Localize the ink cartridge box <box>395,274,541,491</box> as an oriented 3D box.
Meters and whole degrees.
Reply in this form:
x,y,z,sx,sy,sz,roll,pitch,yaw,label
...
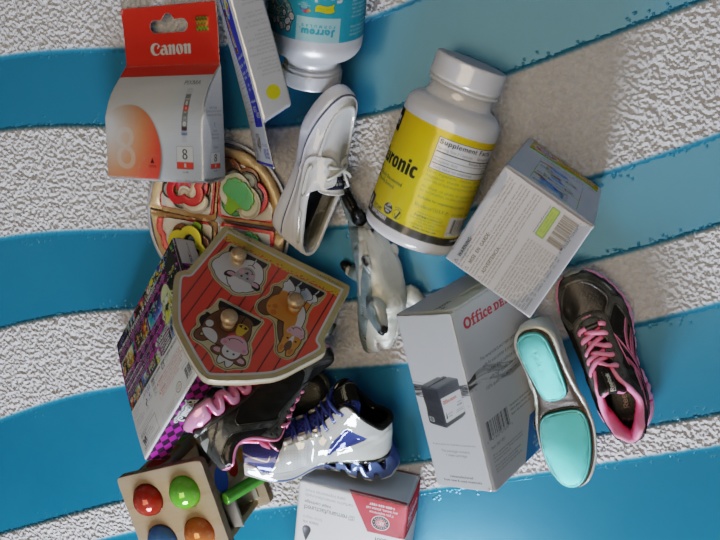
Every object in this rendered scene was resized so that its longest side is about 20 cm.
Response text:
x,y,z,sx,sy,sz,roll,pitch,yaw,label
0.132,0.118,1.023,0.083,0.144,0.205,-5,104,42,ink cartridge box

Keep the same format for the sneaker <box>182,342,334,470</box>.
x,y,z,sx,sy,sz,roll,pitch,yaw,label
-0.104,0.159,1.067,0.198,0.079,0.096,-31,79,-20,sneaker

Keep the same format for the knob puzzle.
x,y,z,sx,sy,sz,roll,pitch,yaw,label
-0.125,0.045,1.035,0.216,0.221,0.031,27,140,7,knob puzzle

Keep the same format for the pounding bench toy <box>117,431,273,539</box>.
x,y,z,sx,sy,sz,roll,pitch,yaw,label
-0.178,0.274,1.157,0.196,0.156,0.127,-16,99,19,pounding bench toy

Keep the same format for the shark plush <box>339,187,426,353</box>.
x,y,z,sx,sy,sz,roll,pitch,yaw,label
0.000,0.000,1.085,0.082,0.090,0.203,-13,107,49,shark plush

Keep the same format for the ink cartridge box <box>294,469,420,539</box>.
x,y,z,sx,sy,sz,roll,pitch,yaw,label
-0.009,0.355,1.166,0.141,0.084,0.205,10,107,13,ink cartridge box

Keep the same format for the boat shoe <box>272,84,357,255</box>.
x,y,z,sx,sy,sz,roll,pitch,yaw,label
-0.039,-0.111,1.053,0.065,0.073,0.203,43,129,32,boat shoe

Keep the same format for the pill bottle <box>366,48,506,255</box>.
x,y,z,sx,sy,sz,roll,pitch,yaw,label
0.086,-0.130,1.000,0.109,0.111,0.204,24,109,9,pill bottle

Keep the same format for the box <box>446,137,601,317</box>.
x,y,z,sx,sy,sz,roll,pitch,yaw,label
0.174,-0.051,0.946,0.100,0.200,0.114,34,113,5,box

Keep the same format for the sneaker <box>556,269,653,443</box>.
x,y,z,sx,sy,sz,roll,pitch,yaw,label
0.270,0.097,1.005,0.078,0.095,0.204,-22,96,22,sneaker

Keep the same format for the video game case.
x,y,z,sx,sy,sz,roll,pitch,yaw,label
-0.234,0.097,1.120,0.201,0.035,0.183,-55,45,32,video game case

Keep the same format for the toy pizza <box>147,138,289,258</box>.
x,y,z,sx,sy,sz,roll,pitch,yaw,label
-0.181,-0.061,1.138,0.195,0.032,0.205,4,105,15,toy pizza

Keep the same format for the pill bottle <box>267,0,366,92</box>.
x,y,z,sx,sy,sz,roll,pitch,yaw,label
-0.045,-0.300,0.984,0.108,0.111,0.204,13,121,12,pill bottle

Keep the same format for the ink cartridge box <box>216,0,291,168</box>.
x,y,z,sx,sy,sz,roll,pitch,yaw,label
-0.113,-0.218,0.993,0.046,0.198,0.204,-18,102,-8,ink cartridge box

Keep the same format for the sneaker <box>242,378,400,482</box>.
x,y,z,sx,sy,sz,roll,pitch,yaw,label
-0.045,0.186,1.108,0.194,0.081,0.118,1,119,-8,sneaker

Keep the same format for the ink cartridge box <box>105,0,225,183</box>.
x,y,z,sx,sy,sz,roll,pitch,yaw,label
-0.235,-0.208,1.082,0.159,0.050,0.205,6,105,32,ink cartridge box

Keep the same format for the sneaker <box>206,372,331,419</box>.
x,y,z,sx,sy,sz,roll,pitch,yaw,label
-0.137,0.161,1.141,0.194,0.114,0.078,4,106,12,sneaker

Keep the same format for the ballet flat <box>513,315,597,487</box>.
x,y,z,sx,sy,sz,roll,pitch,yaw,label
0.223,0.141,1.021,0.068,0.070,0.204,-15,105,19,ballet flat

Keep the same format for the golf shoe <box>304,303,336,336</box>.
x,y,z,sx,sy,sz,roll,pitch,yaw,label
-0.123,0.081,1.120,0.195,0.077,0.090,1,65,22,golf shoe
